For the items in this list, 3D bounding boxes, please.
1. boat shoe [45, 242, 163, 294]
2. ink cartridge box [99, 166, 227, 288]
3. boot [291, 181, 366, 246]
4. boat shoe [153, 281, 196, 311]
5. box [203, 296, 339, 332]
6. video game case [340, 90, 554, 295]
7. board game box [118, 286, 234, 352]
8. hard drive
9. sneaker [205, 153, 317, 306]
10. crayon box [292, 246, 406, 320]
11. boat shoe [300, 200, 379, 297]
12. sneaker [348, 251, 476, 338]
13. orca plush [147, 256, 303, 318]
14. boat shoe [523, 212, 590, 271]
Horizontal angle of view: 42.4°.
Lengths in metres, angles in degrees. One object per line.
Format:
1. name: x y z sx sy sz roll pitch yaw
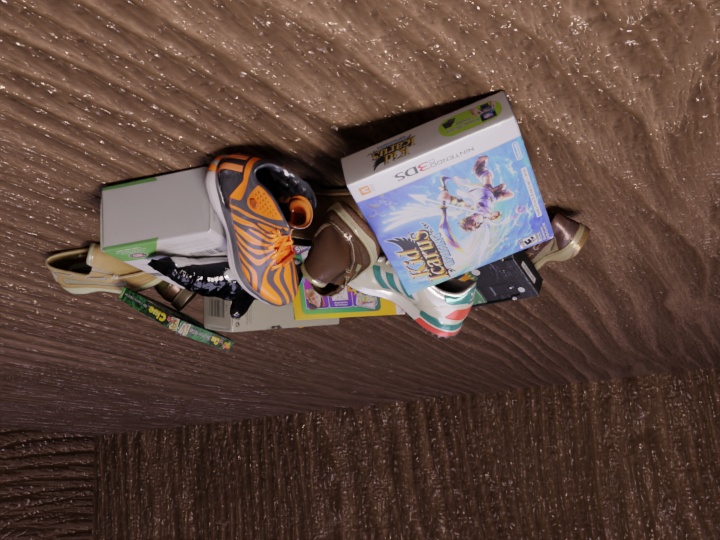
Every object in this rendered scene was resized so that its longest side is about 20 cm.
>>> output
1. boat shoe: -0.359 -0.009 1.316 0.198 0.072 0.076 -11 147 21
2. ink cartridge box: -0.209 -0.047 1.159 0.145 0.085 0.200 -9 164 15
3. boot: -0.028 -0.063 1.162 0.198 0.076 0.074 2 160 -30
4. boat shoe: -0.278 0.015 1.424 0.068 0.072 0.200 41 172 -5
5. box: -0.128 0.049 1.364 0.199 0.069 0.082 -1 -177 -41
6. video game case: 0.098 -0.074 0.992 0.180 0.046 0.200 -21 138 10
7. board game box: -0.263 0.074 1.351 0.104 0.024 0.200 25 174 18
8. hard drive: 0.147 -0.004 1.353 0.199 0.038 0.140 -14 128 39
9. sneaker: -0.094 -0.036 1.037 0.111 0.078 0.201 8 134 38
10. crayon box: 0.000 0.000 1.263 0.198 0.120 0.058 -4 -173 23
11. boat shoe: -0.028 -0.011 1.035 0.075 0.075 0.202 -43 169 -12
12. sneaker: 0.055 -0.002 1.155 0.199 0.070 0.094 31 128 6
13. orca plush: -0.153 0.019 1.123 0.105 0.072 0.199 -24 158 38
14. boat shoe: 0.246 -0.043 1.340 0.072 0.073 0.200 33 163 -13
